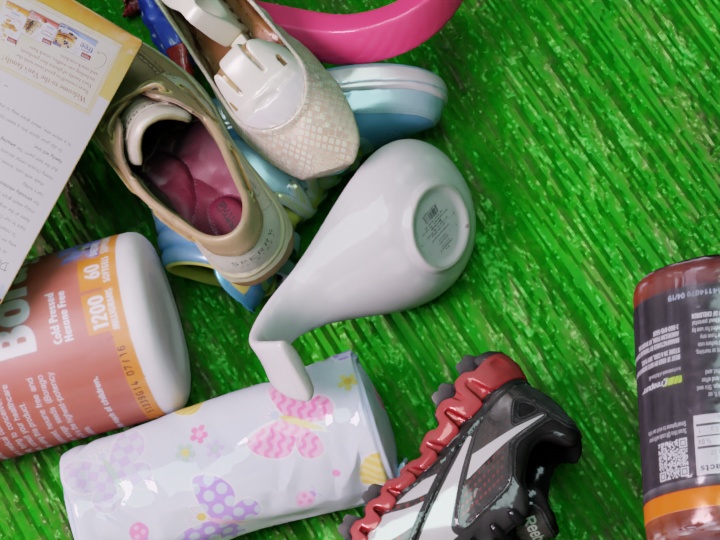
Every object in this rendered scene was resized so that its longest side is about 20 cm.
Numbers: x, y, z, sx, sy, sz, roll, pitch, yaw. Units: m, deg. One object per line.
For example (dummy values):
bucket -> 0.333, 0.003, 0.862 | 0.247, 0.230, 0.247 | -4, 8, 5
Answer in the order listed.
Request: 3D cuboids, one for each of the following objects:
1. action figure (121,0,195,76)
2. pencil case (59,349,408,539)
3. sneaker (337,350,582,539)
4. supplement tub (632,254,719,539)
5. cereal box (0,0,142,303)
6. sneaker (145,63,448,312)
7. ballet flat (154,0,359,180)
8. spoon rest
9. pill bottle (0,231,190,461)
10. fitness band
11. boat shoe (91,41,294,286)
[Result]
action figure -> -0.136, -0.186, 1.464 | 0.051, 0.065, 0.201 | -10, 72, 2
pencil case -> -0.076, 0.118, 1.343 | 0.199, 0.083, 0.091 | -21, 75, 3
sneaker -> 0.054, 0.144, 1.292 | 0.098, 0.071, 0.201 | 29, 75, 28
supplement tub -> 0.208, 0.099, 1.288 | 0.106, 0.107, 0.201 | -3, 72, 9
cereal box -> -0.232, -0.078, 1.298 | 0.143, 0.040, 0.201 | 30, 83, -14
sneaker -> -0.036, -0.045, 1.395 | 0.199, 0.080, 0.131 | -13, 71, 12
ballet flat -> -0.077, -0.130, 1.356 | 0.067, 0.062, 0.200 | -46, 65, 14
spoon rest -> 0.000, 0.000, 1.343 | 0.060, 0.100, 0.200 | -1, 33, 44
pill bottle -> -0.210, 0.055, 1.371 | 0.199, 0.112, 0.113 | -16, 70, 4
fitness band -> -0.019, -0.192, 1.427 | 0.199, 0.037, 0.144 | 14, 59, 32
boat shoe -> -0.114, -0.079, 1.349 | 0.074, 0.066, 0.200 | -44, 67, -2
